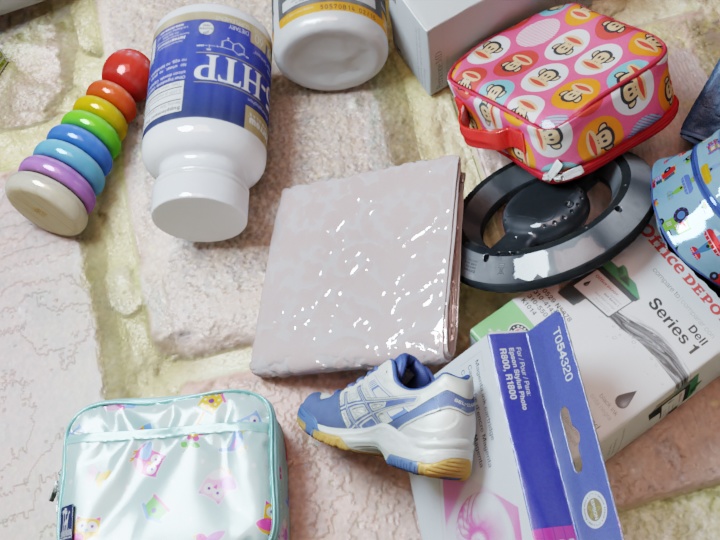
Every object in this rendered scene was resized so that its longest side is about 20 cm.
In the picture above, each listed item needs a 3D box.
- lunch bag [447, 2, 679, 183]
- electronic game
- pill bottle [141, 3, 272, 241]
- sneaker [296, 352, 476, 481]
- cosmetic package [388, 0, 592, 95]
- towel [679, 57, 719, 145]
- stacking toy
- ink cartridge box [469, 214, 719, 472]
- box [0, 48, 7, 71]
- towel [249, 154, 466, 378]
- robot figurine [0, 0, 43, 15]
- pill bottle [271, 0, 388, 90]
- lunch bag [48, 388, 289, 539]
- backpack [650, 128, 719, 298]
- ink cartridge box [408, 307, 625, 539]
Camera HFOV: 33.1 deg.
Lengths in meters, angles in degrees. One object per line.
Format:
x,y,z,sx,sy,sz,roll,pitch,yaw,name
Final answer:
0.171,-0.160,1.106,0.175,0.083,0.200,-31,34,-10,lunch bag
0.164,-0.049,1.070,0.197,0.042,0.201,-19,31,12,electronic game
-0.145,-0.137,1.147,0.118,0.120,0.203,-2,65,5,pill bottle
0.025,0.111,0.994,0.199,0.075,0.090,6,85,49,sneaker
0.128,-0.272,1.188,0.199,0.113,0.082,-32,65,-8,cosmetic package
0.397,-0.124,1.099,0.199,0.048,0.113,34,106,21,towel
-0.264,-0.137,1.187,0.084,0.086,0.202,17,63,14,stacking toy
0.213,0.062,1.035,0.199,0.085,0.147,-35,66,-10,ink cartridge box
-0.482,-0.218,1.268,0.198,0.035,0.111,22,69,15,box
0.000,0.000,1.079,0.198,0.032,0.194,-8,61,31,towel
-0.377,-0.326,1.258,0.198,0.114,0.170,-22,27,-14,robot figurine
-0.033,-0.292,1.210,0.114,0.117,0.203,-5,65,4,pill bottle
-0.160,0.181,1.022,0.197,0.077,0.163,-5,65,4,lunch bag
0.340,-0.044,0.985,0.198,0.135,0.184,30,37,-9,backpack
0.107,0.158,0.948,0.043,0.200,0.199,5,59,-30,ink cartridge box
